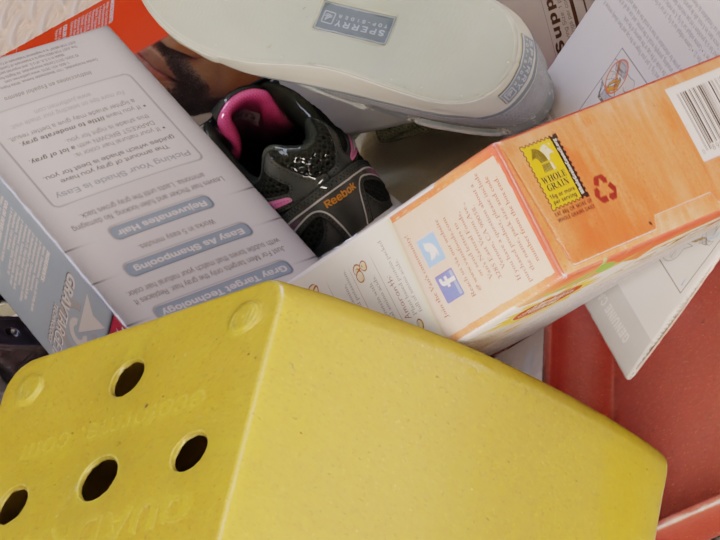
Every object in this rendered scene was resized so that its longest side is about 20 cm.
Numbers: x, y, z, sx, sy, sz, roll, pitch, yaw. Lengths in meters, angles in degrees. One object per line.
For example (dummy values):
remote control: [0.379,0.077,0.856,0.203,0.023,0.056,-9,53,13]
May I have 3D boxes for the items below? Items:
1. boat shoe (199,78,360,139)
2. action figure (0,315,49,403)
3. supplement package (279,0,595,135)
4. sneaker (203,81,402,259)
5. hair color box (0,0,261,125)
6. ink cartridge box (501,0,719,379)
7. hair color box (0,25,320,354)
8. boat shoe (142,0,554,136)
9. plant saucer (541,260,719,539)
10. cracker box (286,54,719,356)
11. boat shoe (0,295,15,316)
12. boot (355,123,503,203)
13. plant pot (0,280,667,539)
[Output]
boat shoe: [-0.041,-0.062,1.533,0.199,0.075,0.066,-38,11,-14]
action figure: [-0.158,0.118,1.293,0.069,0.200,0.130,-11,40,-44]
supplement package: [0.058,-0.149,1.414,0.121,0.120,0.200,-8,12,45]
sneaker: [-0.039,-0.048,1.328,0.080,0.086,0.200,-38,24,-19]
hair color box: [-0.094,-0.102,1.622,0.200,0.111,0.064,-27,41,25]
ink cartridge box: [0.141,-0.069,1.207,0.176,0.045,0.200,-59,27,20]
hair color box: [-0.095,-0.009,1.253,0.099,0.061,0.200,-21,54,-34]
boat shoe: [-0.006,-0.100,1.299,0.201,0.072,0.070,21,79,30]
plant saucer: [0.162,0.022,1.148,0.199,0.037,0.200,-26,32,24]
cracker box: [0.050,-0.004,1.123,0.134,0.058,0.200,-22,-8,-40]
boat shoe: [-0.156,-0.020,1.573,0.201,0.063,0.074,-15,19,-6]
boot: [0.000,0.000,1.379,0.200,0.072,0.155,-29,26,7]
plant pot: [-0.034,0.117,1.051,0.200,0.176,0.200,-18,43,36]
